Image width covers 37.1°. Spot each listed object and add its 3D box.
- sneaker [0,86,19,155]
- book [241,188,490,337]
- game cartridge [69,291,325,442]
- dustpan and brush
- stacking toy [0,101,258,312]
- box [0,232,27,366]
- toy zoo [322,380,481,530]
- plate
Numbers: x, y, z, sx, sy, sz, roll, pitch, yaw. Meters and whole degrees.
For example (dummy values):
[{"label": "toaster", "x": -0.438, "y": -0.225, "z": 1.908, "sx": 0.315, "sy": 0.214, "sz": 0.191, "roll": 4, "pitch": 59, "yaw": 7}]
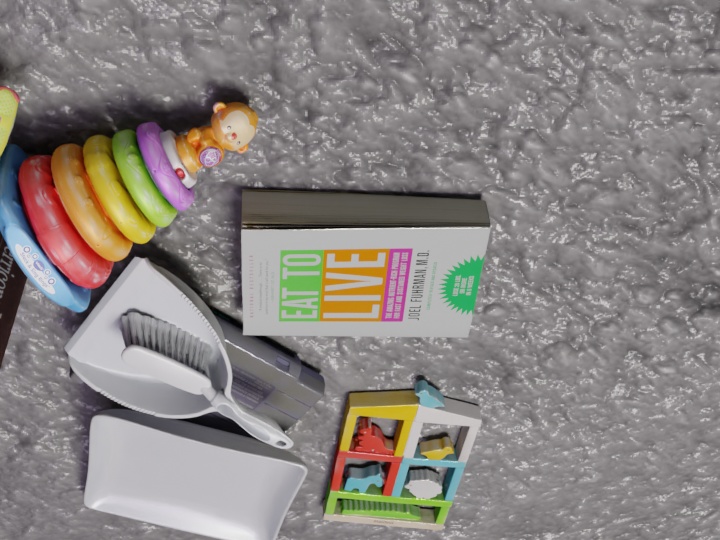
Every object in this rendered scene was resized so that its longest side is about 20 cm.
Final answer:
[{"label": "sneaker", "x": -0.327, "y": -0.142, "z": 0.746, "sx": 0.199, "sy": 0.078, "sz": 0.091, "roll": 34, "pitch": 89, "yaw": -16}, {"label": "book", "x": 0.000, "y": 0.000, "z": 0.892, "sx": 0.196, "sy": 0.049, "sz": 0.135, "roll": 0, "pitch": 134, "yaw": -5}, {"label": "game cartridge", "x": -0.144, "y": 0.094, "z": 0.967, "sx": 0.199, "sy": 0.039, "sz": 0.130, "roll": 31, "pitch": 118, "yaw": -25}, {"label": "dustpan and brush", "x": -0.137, "y": 0.091, "z": 0.904, "sx": 0.198, "sy": 0.058, "sz": 0.140, "roll": 30, "pitch": 123, "yaw": -24}, {"label": "stacking toy", "x": -0.163, "y": -0.068, "z": 0.800, "sx": 0.198, "sy": 0.110, "sz": 0.117, "roll": -26, "pitch": 125, "yaw": 5}, {"label": "box", "x": -0.385, "y": 0.020, "z": 0.806, "sx": 0.163, "sy": 0.167, "sz": 0.200, "roll": -35, "pitch": 123, "yaw": 24}, {"label": "toy zoo", "x": 0.040, "y": 0.181, "z": 1.055, "sx": 0.129, "sy": 0.021, "sz": 0.202, "roll": 6, "pitch": 129, "yaw": -7}, {"label": "plate", "x": -0.161, "y": 0.196, "z": 1.024, "sx": 0.196, "sy": 0.033, "sz": 0.201, "roll": 14, "pitch": 142, "yaw": -7}]
